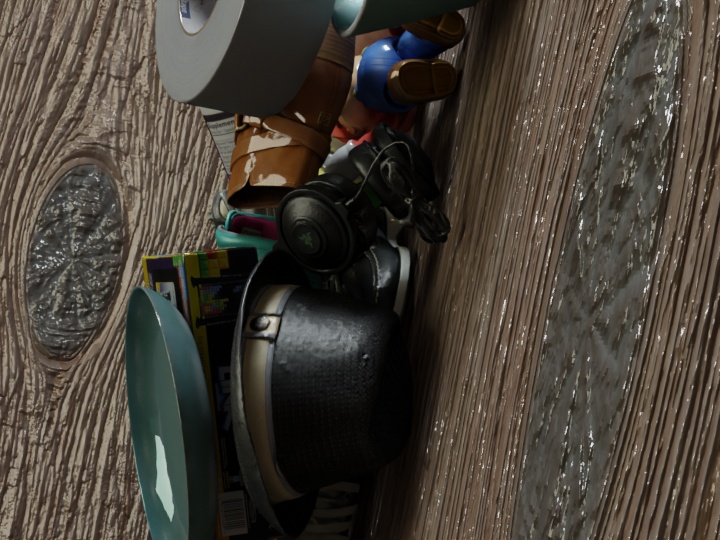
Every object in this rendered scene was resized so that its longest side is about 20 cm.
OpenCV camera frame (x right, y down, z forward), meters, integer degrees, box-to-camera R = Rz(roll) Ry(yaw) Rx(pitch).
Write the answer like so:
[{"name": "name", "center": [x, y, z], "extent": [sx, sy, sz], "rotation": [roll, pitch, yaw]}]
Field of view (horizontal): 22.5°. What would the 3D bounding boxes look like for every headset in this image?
[{"name": "headset", "center": [0.009, -0.040, 1.262], "extent": [0.123, 0.094, 0.200], "rotation": [-39, -1, -17]}]

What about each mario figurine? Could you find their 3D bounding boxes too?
[{"name": "mario figurine", "center": [0.003, -0.144, 1.379], "extent": [0.123, 0.106, 0.200], "rotation": [-45, 5, -21]}]

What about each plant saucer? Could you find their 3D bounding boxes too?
[{"name": "plant saucer", "center": [-0.128, 0.109, 1.233], "extent": [0.200, 0.027, 0.201], "rotation": [174, 90, -74]}]

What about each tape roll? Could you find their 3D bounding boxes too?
[{"name": "tape roll", "center": [-0.081, -0.211, 1.281], "extent": [0.200, 0.066, 0.201], "rotation": [-33, 52, 57]}]

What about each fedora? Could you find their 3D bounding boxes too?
[{"name": "fedora", "center": [-0.017, 0.078, 1.195], "extent": [0.201, 0.091, 0.201], "rotation": [-5, -90, -75]}]

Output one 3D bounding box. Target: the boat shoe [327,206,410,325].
[{"name": "boat shoe", "center": [0.000, 0.000, 1.375], "extent": [0.200, 0.060, 0.076], "rotation": [-105, 28, -73]}]

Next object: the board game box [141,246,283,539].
[{"name": "board game box", "center": [-0.106, 0.085, 1.292], "extent": [0.165, 0.057, 0.201], "rotation": [-179, 82, -74]}]

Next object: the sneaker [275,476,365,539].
[{"name": "sneaker", "center": [-0.030, 0.203, 1.294], "extent": [0.201, 0.080, 0.146], "rotation": [-69, 23, 16]}]

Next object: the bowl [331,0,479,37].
[{"name": "bowl", "center": [0.045, -0.251, 1.207], "extent": [0.201, 0.105, 0.202], "rotation": [-176, 90, -78]}]

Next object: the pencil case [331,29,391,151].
[{"name": "pencil case", "center": [0.011, -0.185, 1.498], "extent": [0.200, 0.089, 0.078], "rotation": [108, 150, -44]}]

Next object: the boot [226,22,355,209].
[{"name": "boot", "center": [-0.073, -0.119, 1.389], "extent": [0.200, 0.077, 0.156], "rotation": [-4, 71, 51]}]

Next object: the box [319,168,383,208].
[{"name": "box", "center": [-0.035, 0.014, 1.557], "extent": [0.050, 0.075, 0.201], "rotation": [-92, 14, -74]}]

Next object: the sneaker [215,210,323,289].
[{"name": "sneaker", "center": [-0.094, 0.016, 1.416], "extent": [0.200, 0.083, 0.121], "rotation": [-15, 72, 51]}]

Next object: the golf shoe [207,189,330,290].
[{"name": "golf shoe", "center": [-0.044, 0.010, 1.482], "extent": [0.200, 0.094, 0.078], "rotation": [62, -160, -2]}]

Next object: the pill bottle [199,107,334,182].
[{"name": "pill bottle", "center": [-0.077, -0.128, 1.605], "extent": [0.111, 0.111, 0.200], "rotation": [-116, 5, -77]}]
